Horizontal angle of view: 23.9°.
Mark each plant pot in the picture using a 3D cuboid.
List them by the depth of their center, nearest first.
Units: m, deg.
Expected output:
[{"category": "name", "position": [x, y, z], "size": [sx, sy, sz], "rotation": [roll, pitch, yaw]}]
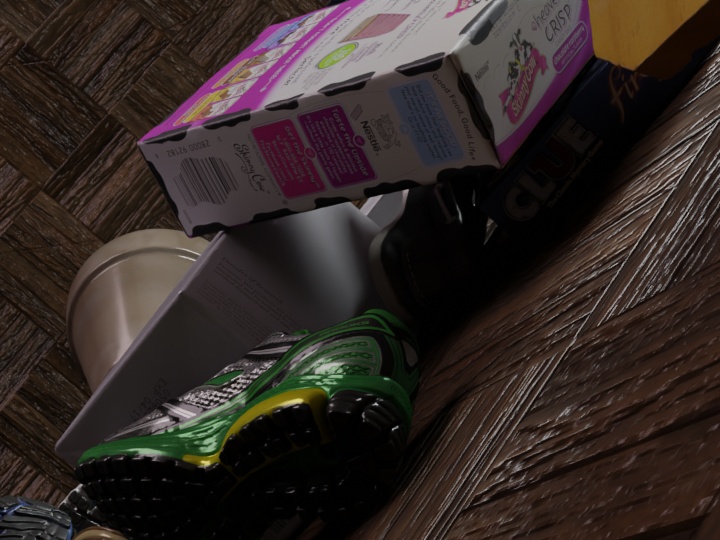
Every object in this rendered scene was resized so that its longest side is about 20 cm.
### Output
[{"category": "plant pot", "position": [-0.202, 0.084, 1.711], "size": [0.200, 0.199, 0.174], "rotation": [-48, 21, 17]}]

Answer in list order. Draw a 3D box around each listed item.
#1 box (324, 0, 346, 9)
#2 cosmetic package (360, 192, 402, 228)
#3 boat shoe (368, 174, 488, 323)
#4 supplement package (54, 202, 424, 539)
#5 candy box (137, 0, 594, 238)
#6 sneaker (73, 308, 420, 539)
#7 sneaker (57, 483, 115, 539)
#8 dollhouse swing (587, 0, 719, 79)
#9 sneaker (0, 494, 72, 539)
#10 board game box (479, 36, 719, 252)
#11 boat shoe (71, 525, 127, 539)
[{"category": "box", "position": [0.083, -0.180, 1.130], "size": [0.200, 0.159, 0.046], "rotation": [-55, 6, -35]}, {"category": "cosmetic package", "position": [0.000, 0.000, 1.175], "size": [0.200, 0.051, 0.083], "rotation": [-52, 3, -10]}, {"category": "boat shoe", "position": [0.053, -0.033, 0.943], "size": [0.057, 0.067, 0.200], "rotation": [-21, 21, 20]}, {"category": "supplement package", "position": [-0.051, 0.046, 0.898], "size": [0.121, 0.119, 0.200], "rotation": [-49, 6, 27]}, {"category": "candy box", "position": [0.006, -0.089, 0.833], "size": [0.199, 0.061, 0.136], "rotation": [-11, 26, 40]}, {"category": "sneaker", "position": [-0.048, 0.077, 0.762], "size": [0.199, 0.078, 0.085], "rotation": [-20, 28, 36]}, {"category": "sneaker", "position": [-0.223, 0.230, 1.347], "size": [0.200, 0.078, 0.090], "rotation": [-50, 2, -1]}, {"category": "dollhouse swing", "position": [0.177, -0.179, 0.627], "size": [0.180, 0.177, 0.200], "rotation": [-4, -24, -32]}, {"category": "sneaker", "position": [-0.241, 0.220, 1.056], "size": [0.201, 0.075, 0.079], "rotation": [-61, -13, -47]}, {"category": "board game box", "position": [0.118, -0.090, 0.882], "size": [0.136, 0.035, 0.200], "rotation": [-49, 5, 12]}, {"category": "boat shoe", "position": [-0.159, 0.212, 0.975], "size": [0.068, 0.072, 0.200], "rotation": [-61, 4, -39]}]
